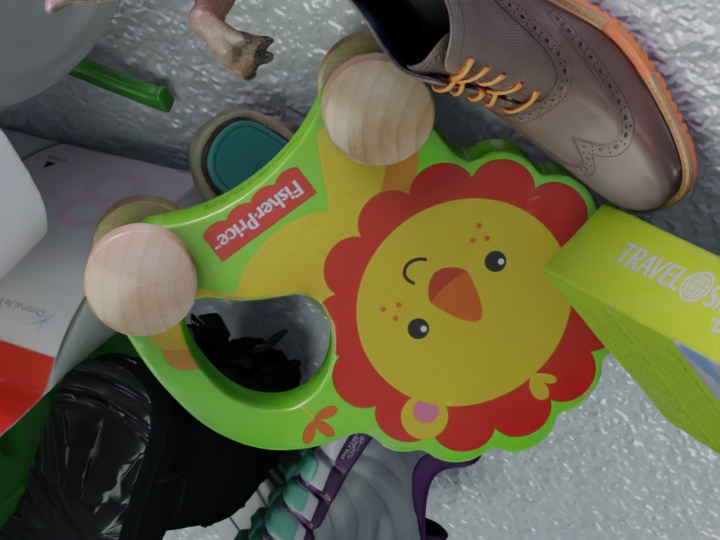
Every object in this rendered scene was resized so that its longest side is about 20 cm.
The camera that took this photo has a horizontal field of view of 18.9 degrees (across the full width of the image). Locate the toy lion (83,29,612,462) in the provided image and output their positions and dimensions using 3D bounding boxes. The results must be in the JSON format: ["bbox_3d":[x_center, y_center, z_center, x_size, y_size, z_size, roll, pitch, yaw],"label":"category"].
[{"bbox_3d":[0.008,0.009,0.944,0.200,0.069,0.192,-35,106,6],"label":"toy lion"}]

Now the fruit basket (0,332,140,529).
[{"bbox_3d":[-0.186,0.102,1.106,0.155,0.216,0.216,11,132,24],"label":"fruit basket"}]

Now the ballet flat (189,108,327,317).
[{"bbox_3d":[0.000,0.000,1.008,0.200,0.069,0.069,43,137,-5],"label":"ballet flat"}]

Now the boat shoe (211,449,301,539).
[{"bbox_3d":[-0.015,0.153,1.137,0.200,0.074,0.067,44,137,-9],"label":"boat shoe"}]

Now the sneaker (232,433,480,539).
[{"bbox_3d":[-0.011,0.140,1.072,0.088,0.074,0.200,32,104,-7],"label":"sneaker"}]

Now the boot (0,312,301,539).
[{"bbox_3d":[-0.106,0.115,1.038,0.073,0.162,0.198,25,101,19],"label":"boot"}]

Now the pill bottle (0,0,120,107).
[{"bbox_3d":[-0.204,-0.165,0.933,0.200,0.112,0.112,36,140,23],"label":"pill bottle"}]

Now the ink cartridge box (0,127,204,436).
[{"bbox_3d":[-0.189,0.005,1.009,0.162,0.200,0.057,15,125,30],"label":"ink cartridge box"}]

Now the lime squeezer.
[{"bbox_3d":[-0.188,-0.108,1.052,0.200,0.038,0.071,3,160,30],"label":"lime squeezer"}]

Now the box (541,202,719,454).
[{"bbox_3d":[0.169,0.050,0.860,0.122,0.048,0.200,47,172,-33],"label":"box"}]

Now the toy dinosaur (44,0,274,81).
[{"bbox_3d":[-0.045,-0.162,0.811,0.136,0.200,0.086,50,173,23],"label":"toy dinosaur"}]

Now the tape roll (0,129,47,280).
[{"bbox_3d":[-0.230,-0.062,0.924,0.202,0.071,0.202,38,161,15],"label":"tape roll"}]

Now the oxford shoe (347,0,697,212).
[{"bbox_3d":[0.053,-0.085,0.881,0.200,0.073,0.071,42,138,-7],"label":"oxford shoe"}]
